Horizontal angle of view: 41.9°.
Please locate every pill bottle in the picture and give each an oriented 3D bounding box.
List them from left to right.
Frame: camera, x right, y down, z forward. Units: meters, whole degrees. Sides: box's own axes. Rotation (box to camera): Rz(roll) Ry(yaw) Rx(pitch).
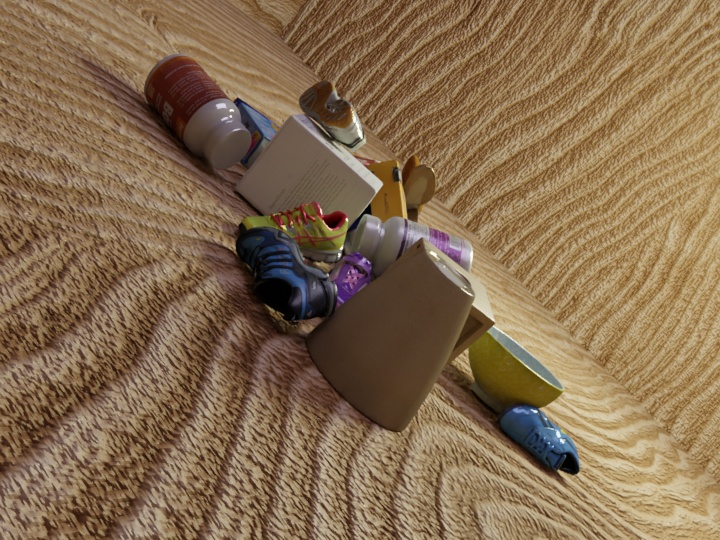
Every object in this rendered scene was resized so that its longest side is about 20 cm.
[{"bbox_3d":[-0.276,-0.269,1.611,0.200,0.113,0.112,48,14,24],"label":"pill bottle"},{"bbox_3d":[0.086,-0.026,1.625,0.196,0.114,0.113,18,17,-10],"label":"pill bottle"}]

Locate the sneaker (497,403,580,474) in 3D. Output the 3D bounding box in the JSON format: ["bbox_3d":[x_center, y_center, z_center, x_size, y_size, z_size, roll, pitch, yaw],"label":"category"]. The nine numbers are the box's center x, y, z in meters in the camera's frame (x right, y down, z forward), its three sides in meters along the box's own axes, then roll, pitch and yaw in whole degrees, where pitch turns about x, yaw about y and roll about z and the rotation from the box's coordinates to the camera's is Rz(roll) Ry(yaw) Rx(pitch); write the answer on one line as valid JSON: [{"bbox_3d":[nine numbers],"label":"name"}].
[{"bbox_3d":[0.322,0.302,1.660,0.199,0.066,0.079,35,18,-32],"label":"sneaker"}]

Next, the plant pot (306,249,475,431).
[{"bbox_3d":[0.059,0.078,1.273,0.187,0.201,0.188,40,13,-11],"label":"plant pot"}]

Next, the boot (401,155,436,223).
[{"bbox_3d":[0.109,-0.185,1.905,0.069,0.203,0.146,6,52,-5],"label":"boot"}]

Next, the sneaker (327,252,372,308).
[{"bbox_3d":[-0.022,0.018,1.487,0.080,0.089,0.200,42,13,-4],"label":"sneaker"}]

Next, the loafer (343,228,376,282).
[{"bbox_3d":[0.000,0.000,1.707,0.202,0.062,0.073,-101,171,-48],"label":"loafer"}]

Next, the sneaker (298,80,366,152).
[{"bbox_3d":[-0.051,-0.274,1.702,0.088,0.075,0.201,55,1,-37],"label":"sneaker"}]

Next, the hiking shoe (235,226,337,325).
[{"bbox_3d":[-0.118,0.000,1.278,0.086,0.076,0.199,-14,37,-41],"label":"hiking shoe"}]

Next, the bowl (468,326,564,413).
[{"bbox_3d":[0.264,0.195,1.722,0.199,0.108,0.200,36,9,-7],"label":"bowl"}]

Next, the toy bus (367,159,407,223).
[{"bbox_3d":[0.056,-0.102,1.783,0.078,0.064,0.204,54,29,-70],"label":"toy bus"}]

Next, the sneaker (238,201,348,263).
[{"bbox_3d":[-0.101,-0.072,1.476,0.197,0.091,0.078,3,35,-40],"label":"sneaker"}]

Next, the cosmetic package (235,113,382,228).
[{"bbox_3d":[-0.087,-0.150,1.668,0.199,0.166,0.165,41,10,-3],"label":"cosmetic package"}]

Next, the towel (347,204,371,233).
[{"bbox_3d":[0.028,-0.100,1.846,0.146,0.049,0.204,5,70,-46],"label":"towel"}]

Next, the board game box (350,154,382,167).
[{"bbox_3d":[-0.029,-0.215,1.844,0.198,0.020,0.102,7,0,-44],"label":"board game box"}]

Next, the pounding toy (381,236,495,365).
[{"bbox_3d":[0.111,0.072,1.563,0.199,0.184,0.143,35,26,-27],"label":"pounding toy"}]

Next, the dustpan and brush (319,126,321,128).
[{"bbox_3d":[-0.149,-0.251,2.009,0.197,0.143,0.057,17,19,30],"label":"dustpan and brush"}]

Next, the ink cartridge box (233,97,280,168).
[{"bbox_3d":[-0.204,-0.263,1.909,0.136,0.077,0.201,31,15,-42],"label":"ink cartridge box"}]
